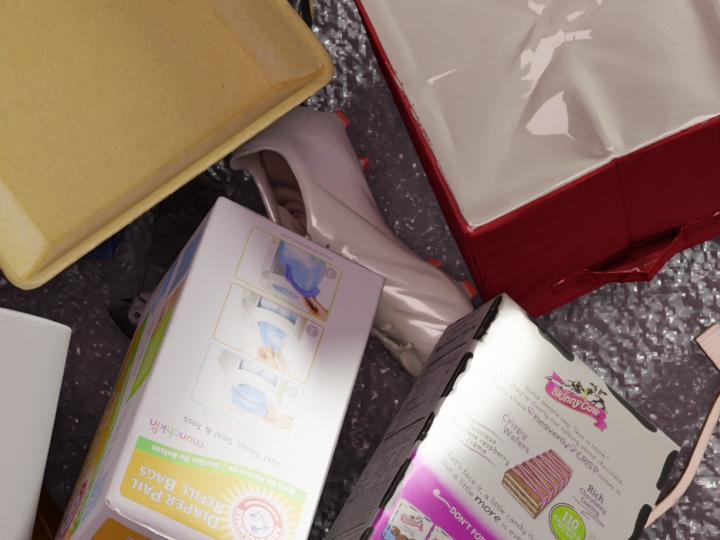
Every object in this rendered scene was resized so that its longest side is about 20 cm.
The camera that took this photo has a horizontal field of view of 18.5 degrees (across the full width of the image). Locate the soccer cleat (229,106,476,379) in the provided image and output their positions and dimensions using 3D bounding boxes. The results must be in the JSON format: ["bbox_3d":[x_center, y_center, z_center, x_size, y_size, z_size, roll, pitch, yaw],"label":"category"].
[{"bbox_3d":[0.000,0.000,1.232,0.077,0.069,0.200,-31,84,-40],"label":"soccer cleat"}]

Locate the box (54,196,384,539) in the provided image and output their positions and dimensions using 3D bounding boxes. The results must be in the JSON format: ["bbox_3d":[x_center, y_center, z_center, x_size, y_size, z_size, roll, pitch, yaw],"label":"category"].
[{"bbox_3d":[-0.074,0.083,1.123,0.101,0.113,0.200,27,49,-11],"label":"box"}]

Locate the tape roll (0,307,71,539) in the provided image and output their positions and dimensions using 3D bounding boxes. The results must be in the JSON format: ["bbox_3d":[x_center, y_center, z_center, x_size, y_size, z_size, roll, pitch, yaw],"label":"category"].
[{"bbox_3d":[-0.249,0.075,1.058,0.202,0.203,0.140,9,86,5],"label":"tape roll"}]

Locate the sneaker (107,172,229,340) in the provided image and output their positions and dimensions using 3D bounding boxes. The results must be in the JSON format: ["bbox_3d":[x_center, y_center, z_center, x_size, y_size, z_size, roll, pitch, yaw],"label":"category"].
[{"bbox_3d":[-0.101,0.044,1.248,0.104,0.060,0.200,22,80,-8],"label":"sneaker"}]

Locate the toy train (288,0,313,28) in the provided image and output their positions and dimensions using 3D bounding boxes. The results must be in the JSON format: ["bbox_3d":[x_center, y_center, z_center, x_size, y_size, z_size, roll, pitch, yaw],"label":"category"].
[{"bbox_3d":[-0.117,-0.151,1.266,0.199,0.085,0.114,12,72,8],"label":"toy train"}]

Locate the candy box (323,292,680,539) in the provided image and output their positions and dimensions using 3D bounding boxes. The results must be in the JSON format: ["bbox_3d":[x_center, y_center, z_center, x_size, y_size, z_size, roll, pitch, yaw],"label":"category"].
[{"bbox_3d":[0.068,0.130,1.138,0.136,0.061,0.200,42,54,-12],"label":"candy box"}]

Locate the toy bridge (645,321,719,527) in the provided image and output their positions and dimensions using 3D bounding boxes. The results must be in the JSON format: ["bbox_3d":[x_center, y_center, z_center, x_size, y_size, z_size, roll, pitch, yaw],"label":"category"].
[{"bbox_3d":[0.143,0.116,1.245,0.200,0.027,0.067,-39,84,0],"label":"toy bridge"}]

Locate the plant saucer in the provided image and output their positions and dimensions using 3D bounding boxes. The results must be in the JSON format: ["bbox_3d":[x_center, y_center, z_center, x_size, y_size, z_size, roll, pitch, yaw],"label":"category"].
[{"bbox_3d":[-0.145,-0.112,1.160,0.200,0.048,0.200,-35,72,-8],"label":"plant saucer"}]

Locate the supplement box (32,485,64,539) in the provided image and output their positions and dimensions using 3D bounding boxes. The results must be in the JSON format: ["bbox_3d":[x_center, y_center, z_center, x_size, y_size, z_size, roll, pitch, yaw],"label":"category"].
[{"bbox_3d":[-0.271,0.175,1.217,0.200,0.133,0.197,-38,83,0],"label":"supplement box"}]

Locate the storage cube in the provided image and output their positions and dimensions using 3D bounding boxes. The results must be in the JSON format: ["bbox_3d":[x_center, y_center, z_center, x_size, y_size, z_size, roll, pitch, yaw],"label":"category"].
[{"bbox_3d":[0.108,-0.098,1.176,0.170,0.180,0.201,-24,71,2],"label":"storage cube"}]

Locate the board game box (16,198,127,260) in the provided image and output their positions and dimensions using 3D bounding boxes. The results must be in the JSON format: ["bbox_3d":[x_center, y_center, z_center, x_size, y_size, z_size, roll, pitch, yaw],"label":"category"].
[{"bbox_3d":[-0.225,-0.050,1.234,0.199,0.136,0.035,3,114,5],"label":"board game box"}]
